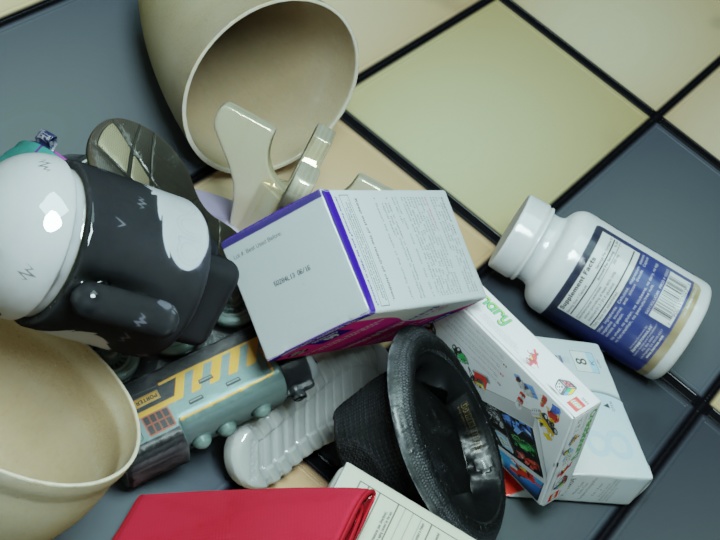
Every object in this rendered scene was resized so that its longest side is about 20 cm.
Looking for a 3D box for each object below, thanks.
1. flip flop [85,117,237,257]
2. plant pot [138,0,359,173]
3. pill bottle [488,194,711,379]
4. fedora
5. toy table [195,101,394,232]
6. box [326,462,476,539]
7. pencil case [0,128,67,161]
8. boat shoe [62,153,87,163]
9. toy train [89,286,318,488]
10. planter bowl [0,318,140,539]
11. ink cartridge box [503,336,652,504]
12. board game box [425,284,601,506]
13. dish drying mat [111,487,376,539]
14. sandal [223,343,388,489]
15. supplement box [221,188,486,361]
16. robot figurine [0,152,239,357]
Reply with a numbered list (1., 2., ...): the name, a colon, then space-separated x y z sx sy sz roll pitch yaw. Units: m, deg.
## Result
1. flip flop: -0.158 -0.038 1.292 0.200 0.058 0.081 48 48 -29
2. plant pot: -0.131 -0.224 1.527 0.187 0.187 0.200 -4 37 -35
3. pill bottle: 0.230 0.011 1.537 0.200 0.111 0.111 31 40 0
4. fedora: 0.040 0.145 1.262 0.201 0.092 0.201 49 30 -43
5. toy table: -0.067 -0.058 1.391 0.200 0.117 0.184 23 20 -15
6. box: 0.032 0.260 1.157 0.200 0.109 0.128 31 41 1
7. pencil case: -0.286 -0.010 1.206 0.092 0.085 0.200 17 60 39
8. boat shoe: -0.244 -0.068 1.356 0.068 0.072 0.200 40 41 13
9. toy train: -0.132 0.084 1.224 0.200 0.085 0.114 -25 69 -18
10. planter bowl: -0.269 0.122 1.074 0.200 0.135 0.200 30 22 -13
11. ink cartridge box: 0.148 0.128 1.415 0.200 0.047 0.160 9 44 -27
12. board game box: 0.112 0.090 1.339 0.035 0.126 0.200 -27 58 -30
13. dish drying mat: -0.089 0.186 1.127 0.018 0.200 0.077 66 32 -29
14. sandal: -0.047 0.110 1.306 0.050 0.083 0.203 4 22 41
15. supplement box: 0.000 0.000 1.233 0.200 0.101 0.103 -8 73 -60
16. robot figurine: -0.188 -0.007 1.118 0.200 0.150 0.125 19 67 -37
